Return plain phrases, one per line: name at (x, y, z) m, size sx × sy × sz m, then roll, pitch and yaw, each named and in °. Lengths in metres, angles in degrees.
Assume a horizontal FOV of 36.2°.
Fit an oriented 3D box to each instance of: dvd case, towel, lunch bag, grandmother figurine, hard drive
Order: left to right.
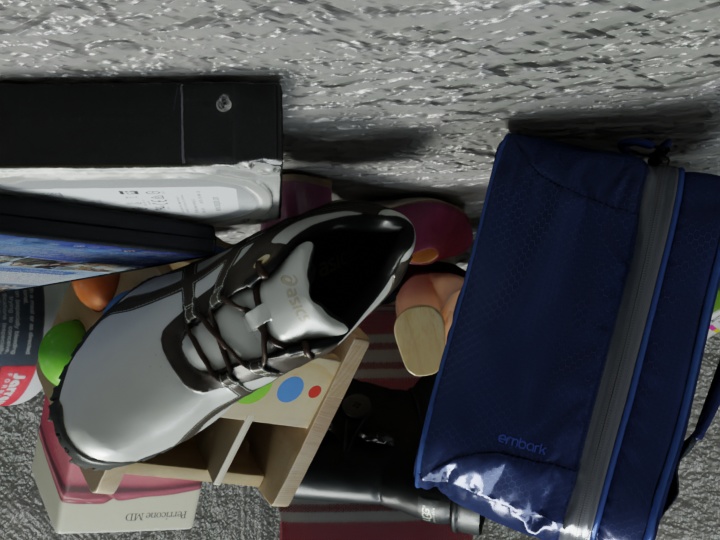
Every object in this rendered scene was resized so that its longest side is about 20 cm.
dvd case at (-0.186, -0.008, 0.528) m, size 0.198 × 0.018 × 0.141 m, roll -9°, pitch 171°, yaw 39°
hard drive at (-0.131, -0.045, 0.478) m, size 0.196 × 0.039 × 0.140 m, roll 0°, pitch 173°, yaw -6°
towel at (0.009, 0.121, 0.825) m, size 0.143 × 0.203 × 0.030 m, roll 0°, pitch 154°, yaw -3°
grandmother figurine at (0.053, 0.016, 0.748) m, size 0.119 × 0.062 × 0.200 m, roll 13°, pitch -166°, yaw -9°
lunch bag at (0.116, 0.030, 0.540) m, size 0.130 × 0.204 × 0.136 m, roll 15°, pitch 179°, yaw 12°

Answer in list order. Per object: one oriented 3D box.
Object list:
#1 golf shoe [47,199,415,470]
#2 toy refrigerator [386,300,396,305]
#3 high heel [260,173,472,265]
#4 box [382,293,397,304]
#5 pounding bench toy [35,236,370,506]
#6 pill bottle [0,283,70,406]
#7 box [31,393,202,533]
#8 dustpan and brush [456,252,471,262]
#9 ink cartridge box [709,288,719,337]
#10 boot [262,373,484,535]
golf shoe at (-0.058, 0.022, 0.520) m, size 0.199 × 0.078 × 0.094 m, roll -36°, pitch -175°, yaw -17°
toy refrigerator at (-0.001, 0.085, 0.898) m, size 0.198 × 0.071 × 0.076 m, roll -26°, pitch 156°, yaw -13°
high heel at (0.010, 0.003, 0.663) m, size 0.066 × 0.098 × 0.199 m, roll -6°, pitch 172°, yaw 32°
box at (-0.050, 0.063, 1.051) m, size 0.146 × 0.107 × 0.198 m, roll 4°, pitch 179°, yaw 39°
pounding bench toy at (-0.124, 0.033, 0.697) m, size 0.154 × 0.126 × 0.200 m, roll 14°, pitch -159°, yaw -39°
pill bottle at (-0.263, 0.030, 0.726) m, size 0.198 × 0.122 × 0.118 m, roll 4°, pitch 171°, yaw -44°
box at (-0.196, 0.109, 0.943) m, size 0.126 × 0.204 × 0.109 m, roll 4°, pitch -161°, yaw -29°
dustpan and brush at (0.000, 0.000, 0.884) m, size 0.196 × 0.058 × 0.140 m, roll 7°, pitch 160°, yaw -18°
ink cartridge box at (0.201, 0.053, 0.891) m, size 0.199 × 0.077 × 0.147 m, roll -35°, pitch 162°, yaw 16°
boot at (0.023, 0.085, 0.782) m, size 0.165 × 0.202 × 0.077 m, roll 10°, pitch 138°, yaw 13°
